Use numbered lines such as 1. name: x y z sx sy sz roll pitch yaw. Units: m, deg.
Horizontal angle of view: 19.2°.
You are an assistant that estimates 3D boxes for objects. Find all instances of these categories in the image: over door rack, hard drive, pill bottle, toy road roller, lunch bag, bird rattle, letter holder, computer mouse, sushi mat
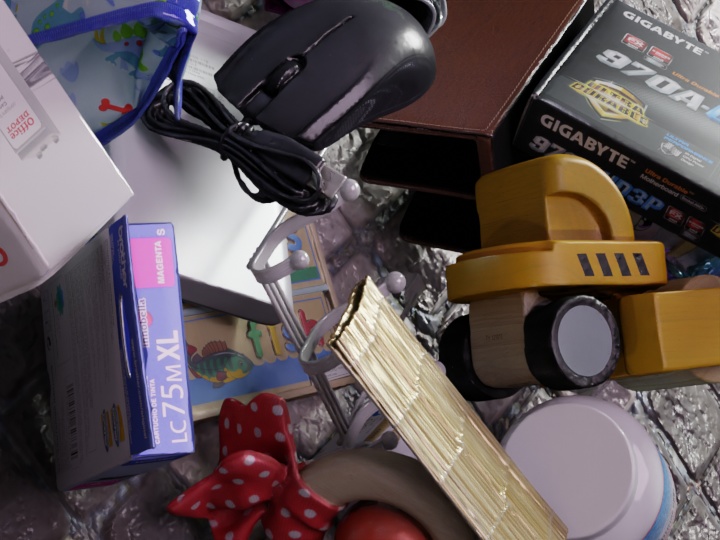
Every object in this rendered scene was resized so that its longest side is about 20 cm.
1. over door rack: 0.000 0.000 1.307 0.200 0.066 0.148 -75 145 -58
2. hard drive: -0.104 -0.074 1.289 0.132 0.027 0.201 18 53 -38
3. pill bottle: 0.143 0.139 1.368 0.200 0.108 0.109 46 33 -73
4. toy road roller: 0.147 0.004 1.353 0.199 0.123 0.147 -1 84 -34
5. lunch bag: -0.147 -0.168 1.179 0.127 0.200 0.171 23 57 -33
6. bird rattle: -0.006 0.157 1.234 0.113 0.163 0.201 -42 117 -66
7. letter holder: 0.066 -0.113 1.481 0.200 0.142 0.101 -55 146 -45
8. computer mouse: -0.022 -0.118 1.275 0.138 0.053 0.200 30 43 21
9. sushi mat: 0.052 0.099 1.206 0.200 0.012 0.096 52 22 -10

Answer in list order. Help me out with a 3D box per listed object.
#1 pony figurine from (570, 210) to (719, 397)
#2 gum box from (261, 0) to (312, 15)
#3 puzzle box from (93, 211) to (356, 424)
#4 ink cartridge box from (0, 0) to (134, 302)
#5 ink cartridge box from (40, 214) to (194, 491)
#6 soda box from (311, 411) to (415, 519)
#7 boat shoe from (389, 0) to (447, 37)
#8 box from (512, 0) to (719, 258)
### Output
1. pony figurine: 0.227 -0.002 1.502 0.199 0.193 0.167 9 56 -11
2. gum box: -0.028 -0.271 1.344 0.114 0.066 0.200 -45 136 -32
3. puzzle box: -0.090 0.022 1.295 0.200 0.025 0.134 -11 81 -49
4. ink cartridge box: -0.233 -0.079 1.091 0.200 0.146 0.083 57 45 -14
5. ink cartridge box: -0.126 0.046 1.111 0.042 0.200 0.120 -3 80 -19
6. soda box: 0.052 0.180 1.350 0.200 0.064 0.068 59 41 -10
7. boat shoe: 0.021 -0.167 1.421 0.201 0.071 0.070 -57 137 -39
8. box: 0.220 -0.089 1.416 0.200 0.046 0.159 29 40 10
